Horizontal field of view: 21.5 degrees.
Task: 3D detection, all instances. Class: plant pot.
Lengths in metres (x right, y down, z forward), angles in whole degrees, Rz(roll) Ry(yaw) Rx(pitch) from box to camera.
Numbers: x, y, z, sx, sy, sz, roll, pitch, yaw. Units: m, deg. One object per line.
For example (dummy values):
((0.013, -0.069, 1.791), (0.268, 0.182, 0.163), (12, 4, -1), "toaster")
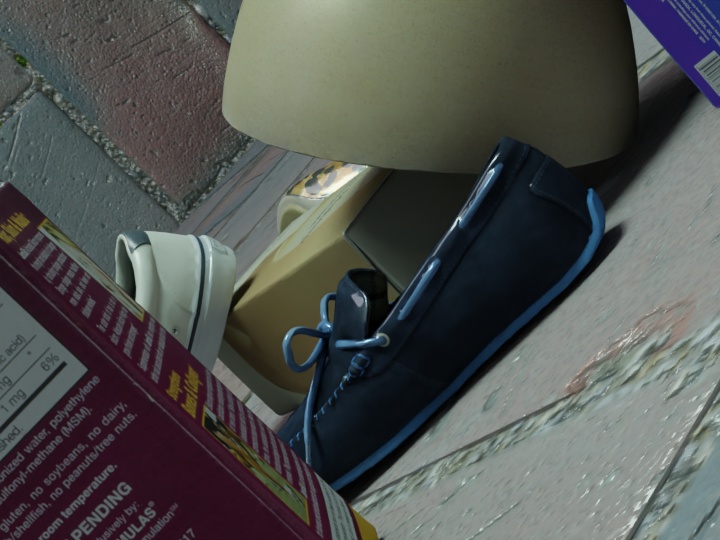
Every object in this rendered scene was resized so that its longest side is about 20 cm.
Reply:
((0.036, -0.137, 0.891), (0.200, 0.200, 0.135), (-72, -14, -72), "plant pot")

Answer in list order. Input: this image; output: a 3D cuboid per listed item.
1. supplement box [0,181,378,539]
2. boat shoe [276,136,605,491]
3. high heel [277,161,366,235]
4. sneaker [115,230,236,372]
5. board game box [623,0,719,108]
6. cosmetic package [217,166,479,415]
((-0.092, 0.075, 0.656), (0.103, 0.200, 0.131), (-45, 7, 3), "supplement box")
((0.016, 0.022, 0.822), (0.200, 0.069, 0.084), (-45, 8, 9), "boat shoe")
((0.026, -0.067, 1.250), (0.143, 0.071, 0.200), (-43, 8, -27), "high heel")
((-0.125, 0.075, 1.020), (0.073, 0.071, 0.201), (176, 106, -68), "sneaker")
((0.112, -0.178, 0.832), (0.045, 0.200, 0.135), (-38, 11, 24), "board game box")
((0.000, 0.000, 1.005), (0.105, 0.071, 0.200), (-51, 9, -31), "cosmetic package")
